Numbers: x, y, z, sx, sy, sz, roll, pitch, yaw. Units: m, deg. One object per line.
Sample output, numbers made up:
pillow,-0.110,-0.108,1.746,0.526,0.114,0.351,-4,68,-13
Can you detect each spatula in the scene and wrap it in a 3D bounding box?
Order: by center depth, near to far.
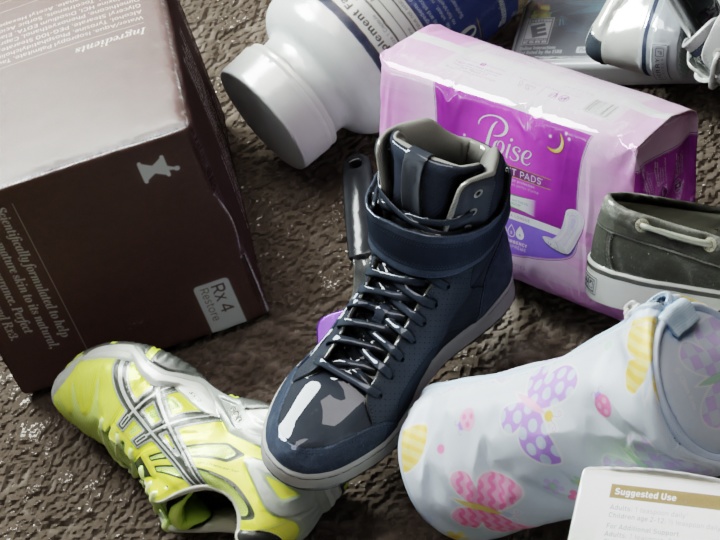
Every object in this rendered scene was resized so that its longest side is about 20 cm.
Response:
spatula,0.000,0.000,1.275,0.056,0.021,0.200,-12,44,9

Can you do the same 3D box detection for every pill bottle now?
pill bottle,0.011,-0.159,1.356,0.200,0.111,0.111,-41,47,-12

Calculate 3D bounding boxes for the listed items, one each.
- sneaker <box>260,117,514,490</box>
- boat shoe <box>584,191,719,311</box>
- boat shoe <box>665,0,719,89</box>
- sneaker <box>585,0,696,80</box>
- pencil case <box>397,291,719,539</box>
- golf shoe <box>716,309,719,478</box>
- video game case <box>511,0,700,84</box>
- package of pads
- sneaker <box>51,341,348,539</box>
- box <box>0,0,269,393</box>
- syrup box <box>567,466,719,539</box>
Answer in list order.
sneaker,0.012,0.009,1.112,0.077,0.146,0.202,26,54,23
boat shoe,0.221,-0.006,1.121,0.199,0.064,0.071,5,21,-8
boat shoe,0.218,-0.141,1.235,0.068,0.072,0.200,-23,86,-24
sneaker,0.196,-0.207,1.333,0.071,0.073,0.200,12,54,20
pencil case,0.106,0.078,1.052,0.200,0.091,0.083,-27,18,47
golf shoe,0.208,0.104,1.043,0.078,0.095,0.200,-20,45,-6
video game case,0.210,-0.191,1.382,0.199,0.023,0.182,0,47,21
package of pads,0.098,-0.060,1.220,0.200,0.121,0.076,23,36,37
sneaker,-0.105,0.100,1.179,0.200,0.076,0.076,17,55,35
box,-0.169,-0.068,1.299,0.164,0.166,0.200,-18,43,2
syrup box,0.128,0.197,0.960,0.081,0.079,0.201,3,64,23
